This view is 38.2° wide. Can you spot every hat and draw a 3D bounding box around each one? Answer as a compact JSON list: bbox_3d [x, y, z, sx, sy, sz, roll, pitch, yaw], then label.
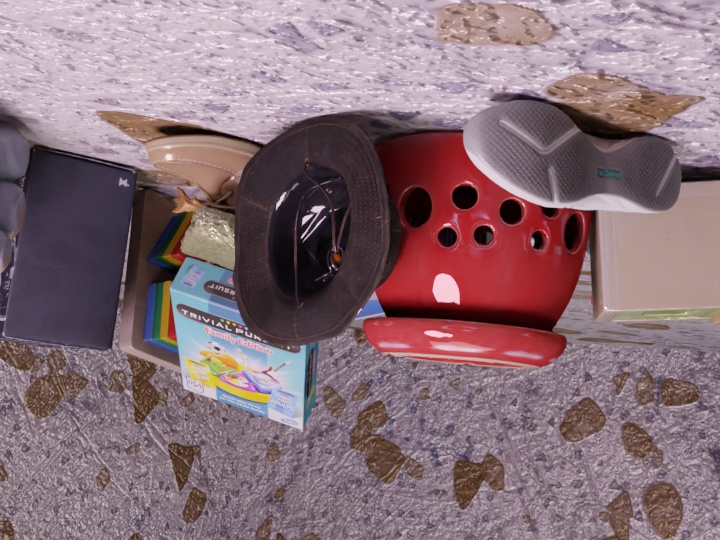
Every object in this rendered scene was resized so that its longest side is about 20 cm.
[{"bbox_3d":[-0.022,-0.029,0.848,0.081,0.202,0.200,6,175,-42],"label":"hat"}]

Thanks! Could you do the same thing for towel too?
[{"bbox_3d":[-0.101,-0.018,1.006,0.148,0.037,0.200,19,172,-8],"label":"towel"}]

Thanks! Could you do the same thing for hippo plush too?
[{"bbox_3d":[-0.397,-0.072,0.915,0.160,0.160,0.200,6,174,-2],"label":"hippo plush"}]

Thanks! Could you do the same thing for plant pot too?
[{"bbox_3d":[0.100,-0.010,0.906,0.199,0.184,0.200,4,173,0],"label":"plant pot"}]

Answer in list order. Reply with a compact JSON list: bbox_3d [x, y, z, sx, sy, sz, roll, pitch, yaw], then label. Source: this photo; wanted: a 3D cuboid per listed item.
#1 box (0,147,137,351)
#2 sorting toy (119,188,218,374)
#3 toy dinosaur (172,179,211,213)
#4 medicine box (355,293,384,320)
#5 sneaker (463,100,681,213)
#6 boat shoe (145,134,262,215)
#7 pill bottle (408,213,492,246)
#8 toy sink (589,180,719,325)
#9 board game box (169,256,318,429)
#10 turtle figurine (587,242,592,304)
[{"bbox_3d":[-0.351,-0.017,1.160,0.123,0.201,0.196,11,171,-34],"label":"box"},{"bbox_3d":[-0.199,0.022,1.282,0.069,0.200,0.200,-9,158,26],"label":"sorting toy"},{"bbox_3d":[-0.130,-0.075,1.079,0.106,0.061,0.200,6,-164,-40],"label":"toy dinosaur"},{"bbox_3d":[0.000,0.000,1.205,0.181,0.104,0.200,-11,-179,-28],"label":"medicine box"},{"bbox_3d":[0.147,-0.075,0.774,0.199,0.071,0.080,10,174,-34],"label":"sneaker"},{"bbox_3d":[-0.112,-0.081,0.976,0.199,0.065,0.071,12,172,-40],"label":"boat shoe"},{"bbox_3d":[0.071,-0.027,1.068,0.199,0.112,0.111,10,173,-26],"label":"pill bottle"},{"bbox_3d":[0.302,-0.010,0.894,0.199,0.113,0.130,-3,173,8],"label":"toy sink"},{"bbox_3d":[-0.123,0.084,1.128,0.150,0.047,0.201,17,144,9],"label":"board game box"},{"bbox_3d":[0.303,-0.010,1.099,0.149,0.101,0.200,4,167,16],"label":"turtle figurine"}]
